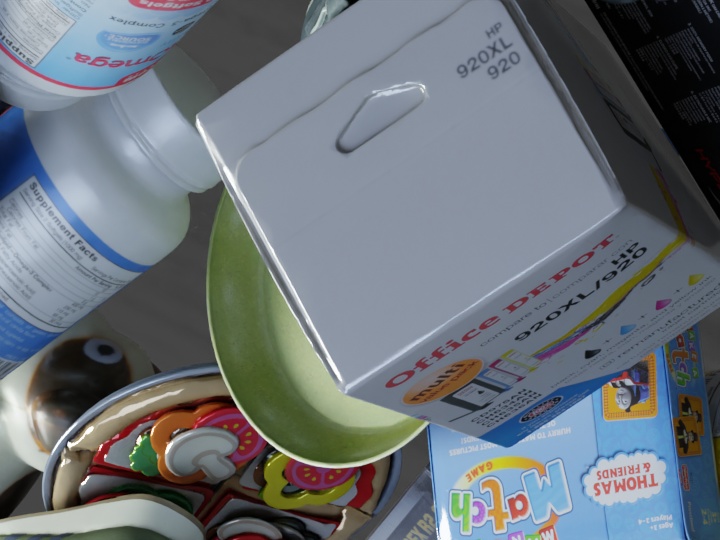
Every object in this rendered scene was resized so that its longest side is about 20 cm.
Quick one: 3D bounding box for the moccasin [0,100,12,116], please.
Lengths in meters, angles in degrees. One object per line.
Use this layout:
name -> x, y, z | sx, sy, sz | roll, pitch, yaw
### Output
moccasin -> -0.201, -0.119, 1.409 | 0.200, 0.068, 0.081 | -38, 86, 28

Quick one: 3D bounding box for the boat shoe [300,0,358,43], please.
boat shoe -> 0.000, -0.100, 1.224 | 0.073, 0.062, 0.200 | 32, 152, 4

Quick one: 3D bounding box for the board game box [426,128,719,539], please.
board game box -> 0.096, 0.044, 1.287 | 0.151, 0.037, 0.200 | -14, 75, 40

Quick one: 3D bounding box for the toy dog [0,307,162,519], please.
toy dog -> -0.210, 0.087, 1.512 | 0.200, 0.140, 0.194 | -22, 81, 24

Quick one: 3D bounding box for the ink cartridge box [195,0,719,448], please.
ink cartridge box -> 0.053, -0.028, 1.153 | 0.147, 0.200, 0.145 | -35, 69, 14

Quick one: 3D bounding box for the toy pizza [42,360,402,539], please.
toy pizza -> -0.075, 0.121, 1.458 | 0.200, 0.032, 0.200 | -6, 140, -5

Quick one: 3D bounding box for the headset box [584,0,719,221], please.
headset box -> 0.214, -0.120, 1.145 | 0.200, 0.077, 0.149 | -22, 109, 40

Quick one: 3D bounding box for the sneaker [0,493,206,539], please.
sneaker -> -0.172, 0.184, 1.434 | 0.200, 0.090, 0.067 | -19, 132, 41

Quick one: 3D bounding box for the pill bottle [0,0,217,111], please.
pill bottle -> -0.122, -0.147, 1.239 | 0.109, 0.109, 0.200 | 46, 150, -5

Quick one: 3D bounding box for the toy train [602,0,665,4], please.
toy train -> 0.080, -0.196, 1.122 | 0.200, 0.085, 0.114 | 40, 105, 32

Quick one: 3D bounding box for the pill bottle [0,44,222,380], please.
pill bottle -> -0.160, -0.033, 1.386 | 0.200, 0.112, 0.112 | -36, 100, 15

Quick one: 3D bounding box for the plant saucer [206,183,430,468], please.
plant saucer -> 0.000, 0.000, 1.337 | 0.200, 0.031, 0.200 | -6, 82, 44

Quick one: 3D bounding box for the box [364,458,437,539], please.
box -> 0.065, 0.198, 1.489 | 0.158, 0.048, 0.200 | 38, 134, 4

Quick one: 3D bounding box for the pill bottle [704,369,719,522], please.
pill bottle -> 0.210, 0.100, 1.282 | 0.200, 0.112, 0.113 | -11, 116, 37
